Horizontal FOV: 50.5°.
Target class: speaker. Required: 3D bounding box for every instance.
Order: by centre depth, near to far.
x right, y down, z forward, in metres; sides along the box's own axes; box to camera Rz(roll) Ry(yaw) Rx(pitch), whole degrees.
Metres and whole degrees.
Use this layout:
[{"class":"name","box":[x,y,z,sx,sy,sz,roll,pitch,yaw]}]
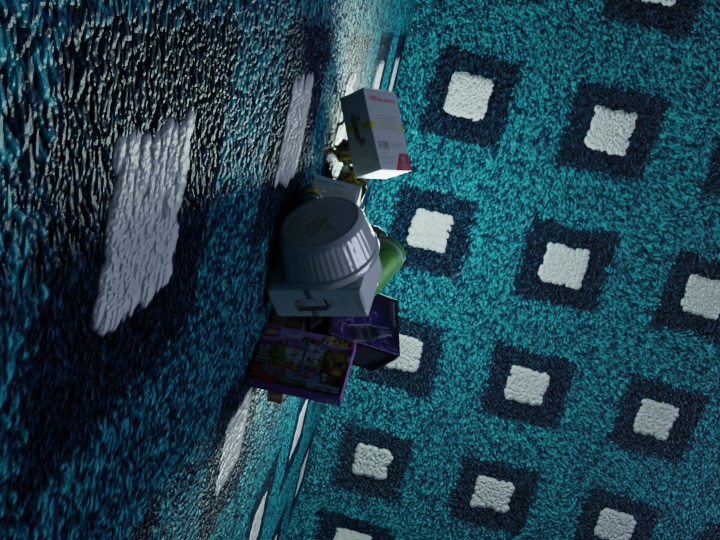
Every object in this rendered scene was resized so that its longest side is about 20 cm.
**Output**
[{"class":"speaker","box":[0.015,0.012,1.653,0.200,0.088,0.089,-46,159,-34]}]

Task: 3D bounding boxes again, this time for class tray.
[{"class":"tray","box":[-0.187,0.161,1.735,0.200,0.037,0.099,93,12,-69]}]

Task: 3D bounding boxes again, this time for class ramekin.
[{"class":"ramekin","box":[-0.067,-0.060,1.488,0.203,0.201,0.095,-72,154,-45]}]

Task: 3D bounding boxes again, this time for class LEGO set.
[{"class":"LEGO set","box":[-0.036,-0.305,1.951,0.154,0.115,0.201,51,43,-48]}]

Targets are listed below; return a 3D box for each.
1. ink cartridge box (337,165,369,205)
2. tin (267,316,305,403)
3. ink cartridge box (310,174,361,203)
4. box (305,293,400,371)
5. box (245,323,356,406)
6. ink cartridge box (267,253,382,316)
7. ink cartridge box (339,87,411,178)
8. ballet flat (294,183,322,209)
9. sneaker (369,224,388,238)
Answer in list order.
[{"class":"ink cartridge box","box":[-0.028,-0.223,2.054,0.200,0.075,0.149,121,-13,-58]},{"class":"tin","box":[-0.162,0.195,1.687,0.112,0.042,0.201,138,-34,-89]},{"class":"ink cartridge box","box":[-0.063,-0.146,1.773,0.201,0.116,0.068,102,4,-51]},{"class":"box","box":[-0.017,0.122,1.718,0.104,0.199,0.149,-35,-134,43]},{"class":"box","box":[-0.120,0.191,1.566,0.039,0.199,0.137,91,12,-50]},{"class":"ink cartridge box","box":[-0.070,0.016,1.541,0.146,0.199,0.085,-71,155,-44]},{"class":"ink cartridge box","box":[0.038,-0.332,1.869,0.145,0.083,0.202,-7,86,-53]},{"class":"ballet flat","box":[-0.116,-0.096,1.625,0.071,0.070,0.201,-71,174,-55]},{"class":"sneaker","box":[0.021,-0.070,1.861,0.200,0.080,0.074,117,-10,-86]}]
